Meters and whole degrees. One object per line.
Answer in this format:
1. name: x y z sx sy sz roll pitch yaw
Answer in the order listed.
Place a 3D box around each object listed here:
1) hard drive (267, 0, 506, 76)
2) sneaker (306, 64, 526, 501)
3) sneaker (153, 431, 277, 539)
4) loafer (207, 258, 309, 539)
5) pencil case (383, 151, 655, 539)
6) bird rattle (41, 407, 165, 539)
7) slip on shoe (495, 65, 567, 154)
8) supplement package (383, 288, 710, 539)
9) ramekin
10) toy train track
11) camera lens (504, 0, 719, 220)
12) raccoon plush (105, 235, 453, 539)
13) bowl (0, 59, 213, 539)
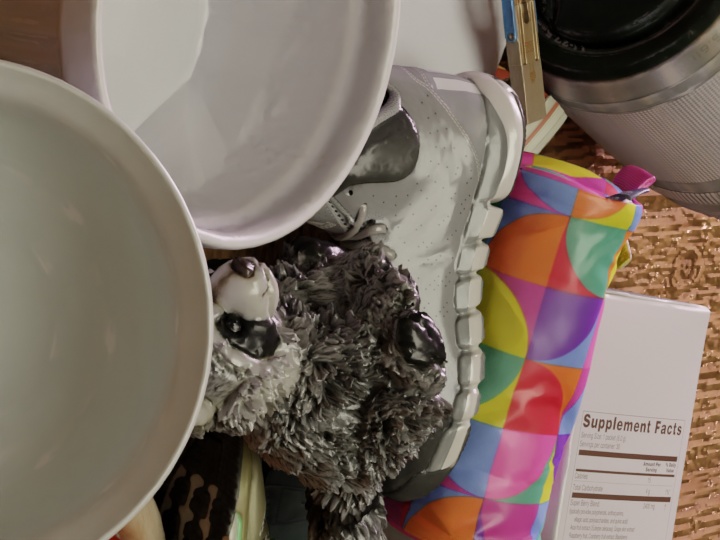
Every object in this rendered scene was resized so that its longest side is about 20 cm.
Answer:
1. hard drive: 0.028 -0.156 1.357 0.132 0.025 0.200 40 59 -36
2. sneaker: 0.000 0.000 1.282 0.115 0.075 0.200 12 87 -37
3. sneaker: -0.047 0.152 1.309 0.089 0.077 0.200 -15 119 -31
4. loafer: -0.038 0.087 1.323 0.068 0.070 0.201 -41 129 -40
5. pencil case: 0.074 0.040 1.341 0.088 0.088 0.200 8 103 -54
6. bird rattle: -0.136 0.132 1.212 0.163 0.113 0.200 32 58 -64
7. slip on shoe: 0.021 -0.028 1.392 0.200 0.061 0.074 -48 179 -24
8. supplement package: 0.085 0.103 1.450 0.120 0.121 0.200 9 90 -53
9. ramekin: -0.082 -0.113 1.189 0.200 0.105 0.200 -17 112 -50
10. toy train track: 0.060 -0.169 1.351 0.115 0.033 0.200 -25 110 -60
11. camera lens: 0.175 -0.128 1.487 0.200 0.160 0.160 36 69 -51
12. raccoon plush: -0.039 0.076 1.187 0.134 0.097 0.200 -19 119 -29
13. bowl: -0.160 0.020 1.092 0.201 0.090 0.201 0 91 -11
